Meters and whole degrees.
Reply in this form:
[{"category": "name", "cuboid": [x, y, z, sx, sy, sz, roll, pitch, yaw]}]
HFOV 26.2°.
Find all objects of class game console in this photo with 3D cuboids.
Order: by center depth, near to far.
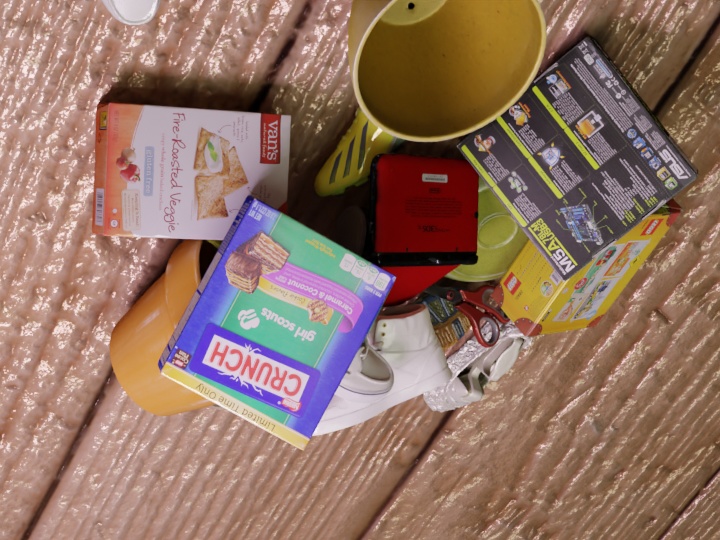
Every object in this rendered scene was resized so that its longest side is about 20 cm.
[{"category": "game console", "cuboid": [0.034, -0.041, 1.728, 0.199, 0.118, 0.174, -2, 94, -54]}]

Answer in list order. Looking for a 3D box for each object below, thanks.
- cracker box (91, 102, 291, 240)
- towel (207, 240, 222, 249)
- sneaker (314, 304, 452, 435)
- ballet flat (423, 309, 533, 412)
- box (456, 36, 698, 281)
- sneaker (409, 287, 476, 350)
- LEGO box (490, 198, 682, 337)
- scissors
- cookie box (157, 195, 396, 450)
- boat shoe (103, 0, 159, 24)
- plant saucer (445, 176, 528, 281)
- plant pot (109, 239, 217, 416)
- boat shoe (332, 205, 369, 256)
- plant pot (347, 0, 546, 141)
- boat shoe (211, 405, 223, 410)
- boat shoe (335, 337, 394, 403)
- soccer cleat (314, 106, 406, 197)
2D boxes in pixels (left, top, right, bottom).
[{"category": "cracker box", "cuboid": [-0.174, -0.100, 1.604, 0.198, 0.058, 0.136, 1, 94, -24]}, {"category": "towel", "cuboid": [-0.102, -0.026, 1.712, 0.018, 0.087, 0.200, -20, 133, 39]}, {"category": "sneaker", "cuboid": [0.002, 0.108, 1.809, 0.199, 0.074, 0.117, -24, 107, -18]}, {"category": "ballet flat", "cuboid": [0.152, 0.127, 2.001, 0.071, 0.072, 0.200, 19, 123, -35]}, {"category": "box", "cuboid": [0.241, -0.124, 1.725, 0.193, 0.048, 0.200, -40, 91, 18]}, {"category": "sneaker", "cuboid": [0.050, 0.077, 1.915, 0.199, 0.088, 0.076, -31, 109, -21]}, {"category": "LEGO box", "cuboid": [0.272, -0.021, 1.869, 0.148, 0.077, 0.201, -5, 137, -46]}, {"category": "scissors", "cuboid": [0.117, 0.027, 1.893, 0.199, 0.014, 0.074, 35, 72, -35]}, {"category": "cookie box", "cuboid": [-0.086, 0.052, 1.574, 0.170, 0.075, 0.201, 28, 90, -9]}, {"category": "boat shoe", "cuboid": [-0.218, -0.303, 1.418, 0.074, 0.069, 0.201, -15, 136, -9]}, {"category": "plant saucer", "cuboid": [0.159, -0.055, 1.853, 0.198, 0.031, 0.201, -12, 136, -12]}, {"category": "plant pot", "cuboid": [-0.176, 0.072, 1.735, 0.182, 0.202, 0.200, -30, 138, 30]}, {"category": "boat shoe", "cuboid": [0.000, 0.000, 1.809, 0.060, 0.074, 0.201, -5, 137, -17]}, {"category": "plant pot", "cuboid": [0.068, -0.251, 1.545, 0.198, 0.143, 0.201, -12, 135, -12]}, {"category": "boat shoe", "cuboid": [-0.106, 0.114, 1.855, 0.198, 0.075, 0.069, -17, 137, 12]}, {"category": "boat shoe", "cuboid": [-0.024, 0.083, 1.696, 0.065, 0.072, 0.199, -31, 132, 34]}, {"category": "soccer cleat", "cuboid": [0.017, -0.158, 1.687, 0.200, 0.065, 0.084, -38, 105, 20]}]
